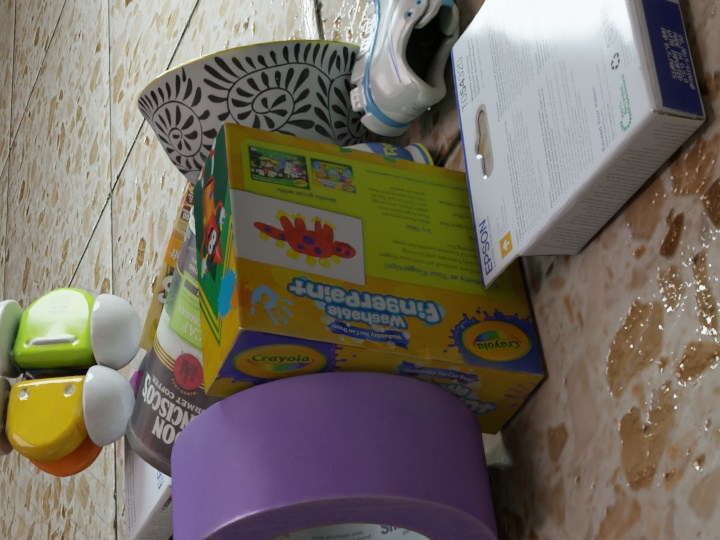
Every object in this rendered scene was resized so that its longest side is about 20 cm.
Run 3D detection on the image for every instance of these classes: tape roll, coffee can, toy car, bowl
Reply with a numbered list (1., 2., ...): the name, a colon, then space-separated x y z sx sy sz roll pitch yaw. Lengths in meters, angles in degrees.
1. tape roll: -0.017 0.150 0.945 0.200 0.200 0.085 126 148 -46
2. coffee can: -0.095 0.061 1.241 0.146 0.146 0.200 -126 51 -60
3. toy car: -0.314 0.123 1.623 0.150 0.175 0.200 67 -159 -59
4. bowl: -0.071 -0.102 1.210 0.201 0.200 0.094 -31 66 61

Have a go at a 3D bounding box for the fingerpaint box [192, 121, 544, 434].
1. fingerpaint box: 0.000 0.007 0.967 0.073 0.200 0.167 122 149 -44

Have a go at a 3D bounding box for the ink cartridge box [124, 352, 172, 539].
1. ink cartridge box: -0.218 0.188 1.599 0.200 0.043 0.197 -54 34 44

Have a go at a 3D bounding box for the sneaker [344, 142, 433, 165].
1. sneaker: 0.000 0.000 1.126 0.074 0.082 0.200 170 107 -65

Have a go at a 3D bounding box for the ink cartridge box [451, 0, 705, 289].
1. ink cartridge box: 0.125 -0.117 0.931 0.200 0.043 0.197 128 144 -52

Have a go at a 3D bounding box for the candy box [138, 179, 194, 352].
1. candy box: -0.112 -0.001 1.345 0.055 0.115 0.200 -28 -39 -64

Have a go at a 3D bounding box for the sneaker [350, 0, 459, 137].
1. sneaker: 0.044 -0.205 1.146 0.087 0.075 0.200 -19 69 54
